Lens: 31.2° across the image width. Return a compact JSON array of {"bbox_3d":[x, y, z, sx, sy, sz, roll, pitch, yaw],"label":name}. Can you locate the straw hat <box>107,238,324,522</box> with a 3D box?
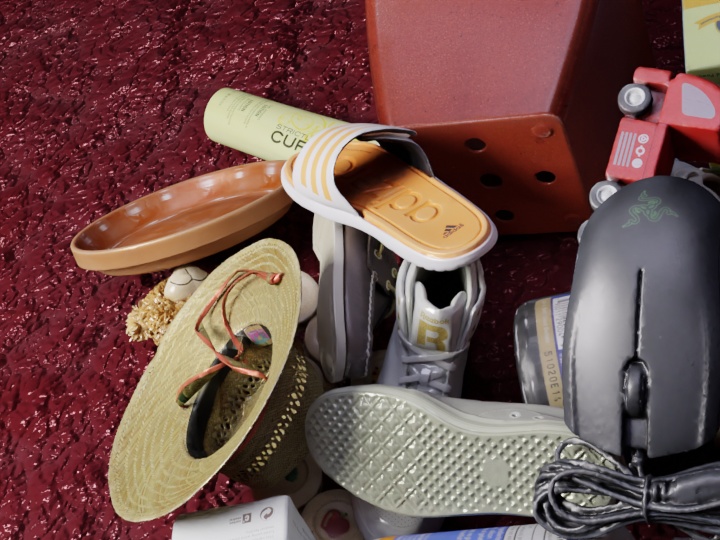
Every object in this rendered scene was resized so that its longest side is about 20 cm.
[{"bbox_3d":[-0.069,0.086,0.826,0.200,0.085,0.203,-38,32,28],"label":"straw hat"}]

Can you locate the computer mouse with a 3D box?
[{"bbox_3d":[0.155,0.036,0.674,0.137,0.053,0.203,-4,69,23],"label":"computer mouse"}]

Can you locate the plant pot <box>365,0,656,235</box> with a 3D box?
[{"bbox_3d":[0.110,-0.137,0.984,0.197,0.201,0.178,-3,54,22],"label":"plant pot"}]

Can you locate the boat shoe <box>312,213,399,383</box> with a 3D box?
[{"bbox_3d":[0.000,0.000,0.908,0.059,0.073,0.201,8,39,-10],"label":"boat shoe"}]

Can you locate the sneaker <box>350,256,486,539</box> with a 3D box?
[{"bbox_3d":[0.035,0.070,0.824,0.072,0.116,0.202,8,56,5],"label":"sneaker"}]

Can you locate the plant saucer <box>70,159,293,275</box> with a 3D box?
[{"bbox_3d":[-0.139,-0.041,1.060,0.198,0.033,0.201,-17,16,5],"label":"plant saucer"}]

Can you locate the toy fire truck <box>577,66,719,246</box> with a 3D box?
[{"bbox_3d":[0.199,-0.016,0.739,0.139,0.049,0.202,12,71,24],"label":"toy fire truck"}]

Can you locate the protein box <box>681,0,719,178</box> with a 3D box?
[{"bbox_3d":[0.298,-0.192,0.894,0.133,0.199,0.203,-5,69,20],"label":"protein box"}]

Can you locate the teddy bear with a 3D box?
[{"bbox_3d":[-0.099,0.054,0.970,0.143,0.067,0.201,-25,43,-5],"label":"teddy bear"}]

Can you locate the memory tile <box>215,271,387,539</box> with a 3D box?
[{"bbox_3d":[-0.033,0.094,0.889,0.199,0.017,0.153,38,63,26],"label":"memory tile"}]

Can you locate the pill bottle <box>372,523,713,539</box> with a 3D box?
[{"bbox_3d":[0.099,0.196,0.706,0.197,0.113,0.113,-8,44,16],"label":"pill bottle"}]

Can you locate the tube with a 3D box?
[{"bbox_3d":[-0.051,-0.115,1.133,0.198,0.052,0.059,22,99,33],"label":"tube"}]

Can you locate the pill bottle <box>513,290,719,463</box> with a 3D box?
[{"bbox_3d":[0.201,0.055,0.799,0.197,0.113,0.113,-12,43,13],"label":"pill bottle"}]

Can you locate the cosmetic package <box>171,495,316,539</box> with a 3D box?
[{"bbox_3d":[-0.059,0.245,0.729,0.080,0.114,0.202,-13,41,13],"label":"cosmetic package"}]

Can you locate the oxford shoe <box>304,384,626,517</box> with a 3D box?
[{"bbox_3d":[0.061,0.106,0.760,0.197,0.076,0.058,4,11,22],"label":"oxford shoe"}]

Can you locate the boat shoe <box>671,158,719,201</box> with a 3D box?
[{"bbox_3d":[0.216,-0.037,0.871,0.069,0.072,0.200,12,14,18],"label":"boat shoe"}]

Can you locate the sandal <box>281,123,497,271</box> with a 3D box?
[{"bbox_3d":[0.017,-0.066,0.862,0.079,0.060,0.206,-32,36,-23],"label":"sandal"}]
